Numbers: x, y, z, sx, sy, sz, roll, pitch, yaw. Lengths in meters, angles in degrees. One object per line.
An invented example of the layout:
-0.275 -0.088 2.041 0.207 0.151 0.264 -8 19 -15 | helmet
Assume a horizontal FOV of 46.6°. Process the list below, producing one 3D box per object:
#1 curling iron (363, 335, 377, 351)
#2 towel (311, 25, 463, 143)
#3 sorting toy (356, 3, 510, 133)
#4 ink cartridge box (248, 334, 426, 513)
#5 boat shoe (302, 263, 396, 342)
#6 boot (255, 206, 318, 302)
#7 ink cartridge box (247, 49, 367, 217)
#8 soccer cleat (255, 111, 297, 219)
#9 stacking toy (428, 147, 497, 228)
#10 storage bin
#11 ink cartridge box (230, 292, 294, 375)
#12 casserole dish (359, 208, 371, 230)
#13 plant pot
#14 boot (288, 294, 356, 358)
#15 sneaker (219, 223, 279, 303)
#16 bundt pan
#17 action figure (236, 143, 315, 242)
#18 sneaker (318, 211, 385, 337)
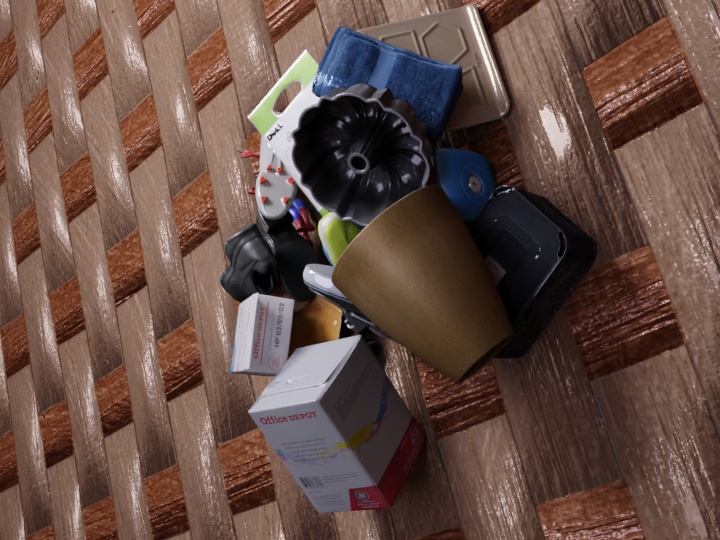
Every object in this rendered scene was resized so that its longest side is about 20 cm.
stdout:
-0.038 0.172 1.335 0.201 0.049 0.026 -51 45 29 | curling iron
0.038 -0.258 1.160 0.197 0.049 0.113 22 76 7 | towel
0.098 -0.280 1.209 0.196 0.037 0.188 -15 74 -3 | sorting toy
-0.030 0.220 1.197 0.144 0.145 0.202 -15 116 39 | ink cartridge box
0.005 0.055 1.164 0.197 0.072 0.072 24 107 -1 | boat shoe
-0.140 -0.008 1.407 0.203 0.068 0.175 67 153 21 | boot
-0.052 -0.206 1.262 0.148 0.075 0.201 -43 78 23 | ink cartridge box
-0.137 -0.166 1.370 0.078 0.068 0.204 106 164 -63 | soccer cleat
0.100 -0.085 1.214 0.199 0.114 0.112 -29 64 47 | stacking toy
0.198 0.005 1.113 0.135 0.093 0.202 47 114 33 | storage bin
-0.151 0.103 1.296 0.200 0.067 0.118 155 122 -73 | ink cartridge box
0.048 -0.019 1.239 0.201 0.038 0.122 54 153 15 | casserole dish
0.092 0.033 1.042 0.187 0.185 0.201 -47 71 27 | plant pot
-0.064 0.102 1.326 0.144 0.070 0.204 31 99 58 | boot
-0.172 0.012 1.328 0.091 0.075 0.201 49 159 16 | sneaker
0.009 -0.164 1.130 0.198 0.076 0.205 13 132 15 | bundt pan
-0.155 -0.138 1.431 0.203 0.097 0.066 69 152 25 | action figure
0.000 0.000 1.247 0.075 0.105 0.203 -27 100 -5 | sneaker
